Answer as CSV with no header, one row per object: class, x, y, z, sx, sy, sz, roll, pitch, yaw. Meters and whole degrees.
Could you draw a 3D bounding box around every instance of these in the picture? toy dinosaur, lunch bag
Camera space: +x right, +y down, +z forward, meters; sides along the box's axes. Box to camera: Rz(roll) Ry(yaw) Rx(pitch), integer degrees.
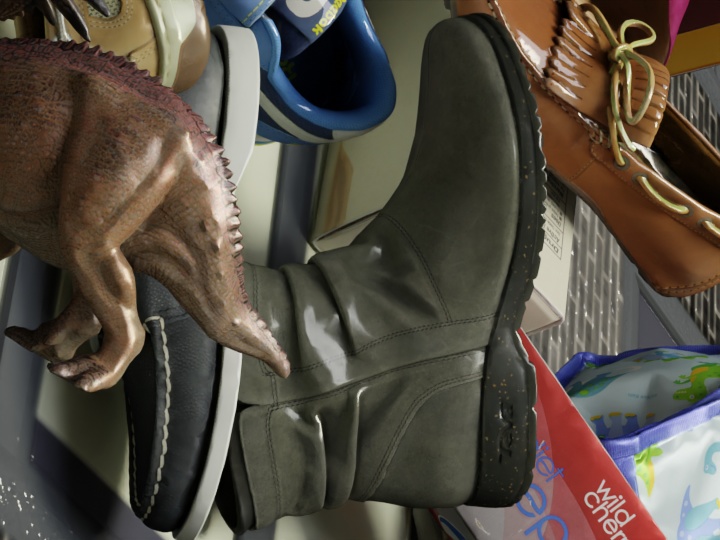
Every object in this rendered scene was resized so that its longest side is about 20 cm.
toy dinosaur,-0.095,-0.045,0.885,0.136,0.199,0.086,-60,177,-2
lunch bag,0.144,0.134,1.303,0.200,0.127,0.171,-34,115,-69

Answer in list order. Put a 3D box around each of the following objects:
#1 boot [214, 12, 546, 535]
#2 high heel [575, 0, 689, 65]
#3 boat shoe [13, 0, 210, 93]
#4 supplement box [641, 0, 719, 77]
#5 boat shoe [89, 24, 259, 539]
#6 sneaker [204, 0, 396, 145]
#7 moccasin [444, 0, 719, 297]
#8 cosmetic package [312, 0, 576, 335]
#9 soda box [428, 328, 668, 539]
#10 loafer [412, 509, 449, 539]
boot,0.000,0.000,1.065,0.068,0.130,0.201,-179,-91,-72
high heel,0.116,-0.132,1.256,0.200,0.067,0.097,-24,104,-68
boat shoe,-0.121,-0.150,0.978,0.076,0.072,0.201,-16,74,-26
supplement box,0.141,-0.208,1.409,0.201,0.197,0.133,69,26,-15
boat shoe,-0.076,0.000,1.008,0.060,0.076,0.201,9,61,-18
sneaker,-0.047,-0.127,1.082,0.074,0.082,0.200,-48,128,-18
moccasin,0.111,-0.070,1.224,0.202,0.078,0.074,50,36,-20
cosmetic package,0.046,-0.069,1.271,0.105,0.071,0.201,45,39,-33
soda box,0.055,0.074,1.146,0.200,0.070,0.063,56,-11,-4
loafer,0.067,0.126,1.235,0.075,0.069,0.201,35,47,-56
